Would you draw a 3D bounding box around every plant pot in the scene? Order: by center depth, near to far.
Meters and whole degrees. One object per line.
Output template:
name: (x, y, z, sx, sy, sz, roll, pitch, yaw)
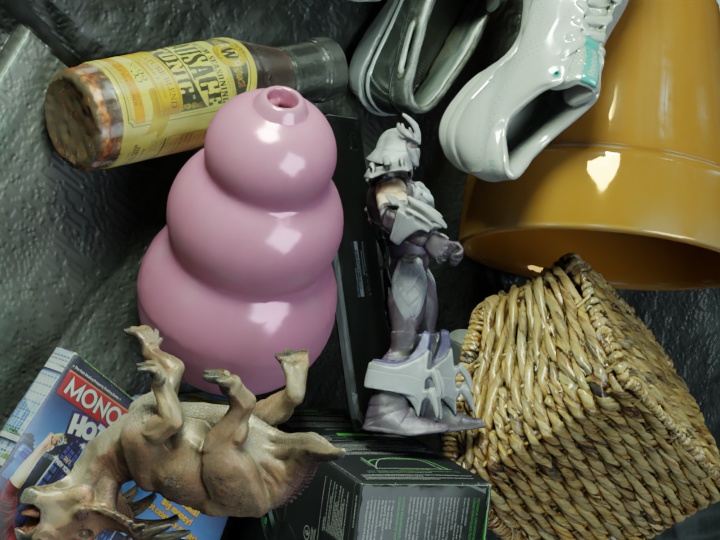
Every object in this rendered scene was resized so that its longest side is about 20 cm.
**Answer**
plant pot: (0.173, -0.096, 1.671, 0.199, 0.199, 0.185, 16, 76, -43)

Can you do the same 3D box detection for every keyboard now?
keyboard: (0.000, 0.000, 1.594, 0.127, 0.020, 0.202, -1, 84, -70)

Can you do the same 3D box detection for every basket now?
basket: (0.136, 0.097, 1.672, 0.148, 0.143, 0.200, -33, 139, 13)

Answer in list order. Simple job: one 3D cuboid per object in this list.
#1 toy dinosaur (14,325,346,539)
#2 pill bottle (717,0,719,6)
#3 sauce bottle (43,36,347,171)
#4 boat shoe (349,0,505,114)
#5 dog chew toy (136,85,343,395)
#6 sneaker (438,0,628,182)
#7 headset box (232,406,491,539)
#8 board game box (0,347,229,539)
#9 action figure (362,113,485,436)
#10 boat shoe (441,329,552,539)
toy dinosaur: (-0.092, 0.113, 1.427, 0.086, 0.198, 0.137, -33, 127, -66)
pill bottle: (0.296, -0.225, 1.786, 0.108, 0.108, 0.202, 16, 91, -43)
sauce bottle: (-0.095, -0.108, 1.500, 0.199, 0.066, 0.067, -18, 113, -39)
boat shoe: (0.068, -0.185, 1.603, 0.072, 0.071, 0.201, 29, 84, -42)
dog chew toy: (-0.065, -0.022, 1.481, 0.124, 0.125, 0.201, -19, 139, -37)
sneaker: (0.132, -0.140, 1.554, 0.075, 0.088, 0.201, 30, 90, -28)
headset box: (-0.011, 0.191, 1.574, 0.092, 0.200, 0.176, 3, 99, -25)
board game box: (-0.154, 0.137, 1.517, 0.200, 0.061, 0.201, 44, 70, -39)
action figure: (0.034, 0.002, 1.552, 0.130, 0.069, 0.202, 5, 80, -77)
boat shoe: (0.099, 0.113, 1.737, 0.064, 0.070, 0.201, -38, 132, -28)
